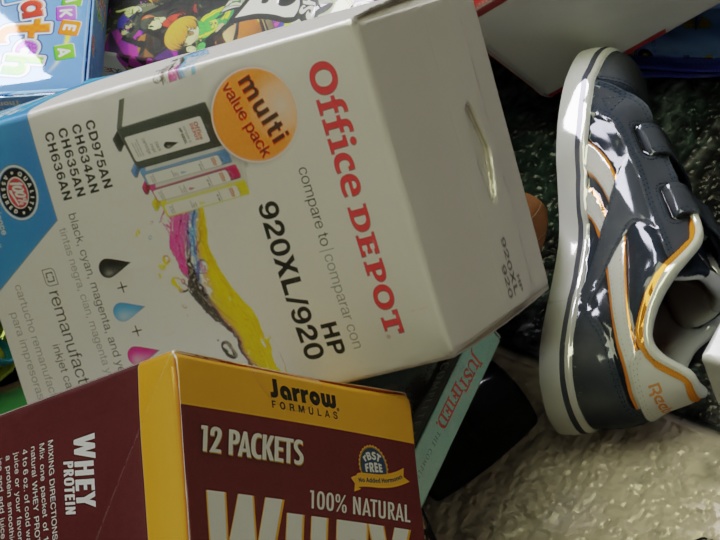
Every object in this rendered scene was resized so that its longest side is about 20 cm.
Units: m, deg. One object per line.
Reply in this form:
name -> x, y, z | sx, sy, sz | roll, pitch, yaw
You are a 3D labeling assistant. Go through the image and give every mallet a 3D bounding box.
mallet -> 0.003, 0.043, 1.198 | 0.066, 0.041, 0.200 | -43, 44, -12

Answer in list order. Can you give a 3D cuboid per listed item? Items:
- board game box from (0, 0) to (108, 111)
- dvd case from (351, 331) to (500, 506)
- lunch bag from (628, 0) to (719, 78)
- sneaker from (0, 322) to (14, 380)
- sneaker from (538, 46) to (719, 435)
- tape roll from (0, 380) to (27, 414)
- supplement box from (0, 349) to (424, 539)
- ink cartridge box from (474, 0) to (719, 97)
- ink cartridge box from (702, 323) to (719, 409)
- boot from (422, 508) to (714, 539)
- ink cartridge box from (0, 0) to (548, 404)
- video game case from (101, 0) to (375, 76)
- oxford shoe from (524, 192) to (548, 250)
board game box -> -0.226, -0.127, 1.223 | 0.199, 0.037, 0.152 | -4, 51, 5
dvd case -> -0.039, 0.094, 1.119 | 0.200, 0.022, 0.146 | -14, 36, 41
lunch bag -> 0.189, -0.175, 1.264 | 0.199, 0.094, 0.151 | -6, 53, 32
sneaker -> -0.246, 0.038, 1.215 | 0.200, 0.080, 0.130 | -44, 48, -12
sneaker -> 0.135, -0.017, 1.158 | 0.079, 0.078, 0.201 | -7, 62, 25
tape roll -> -0.178, 0.019, 1.285 | 0.200, 0.048, 0.201 | -13, 49, 15
supplement box -> -0.086, 0.158, 0.987 | 0.200, 0.133, 0.198 | -21, 67, 39
ink cartridge box -> 0.119, -0.212, 1.239 | 0.144, 0.084, 0.201 | -28, 46, 31
ink cartridge box -> 0.269, 0.028, 1.054 | 0.200, 0.084, 0.145 | 16, 61, 33
boot -> 0.055, 0.152, 1.060 | 0.200, 0.073, 0.151 | -40, 48, -3
ink cartridge box -> -0.044, -0.026, 1.064 | 0.199, 0.148, 0.145 | -14, 7, 23
video game case -> -0.033, -0.170, 1.229 | 0.181, 0.036, 0.200 | 13, 64, 39
oxford shoe -> 0.000, 0.000, 1.183 | 0.199, 0.072, 0.071 | -8, 17, 26
